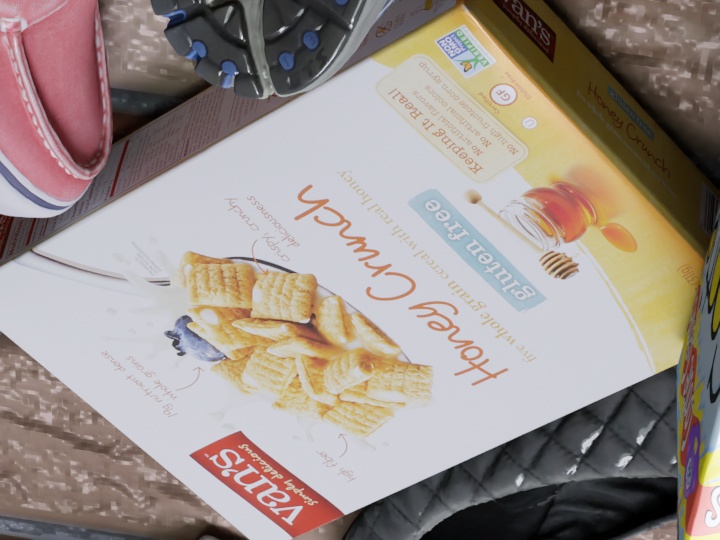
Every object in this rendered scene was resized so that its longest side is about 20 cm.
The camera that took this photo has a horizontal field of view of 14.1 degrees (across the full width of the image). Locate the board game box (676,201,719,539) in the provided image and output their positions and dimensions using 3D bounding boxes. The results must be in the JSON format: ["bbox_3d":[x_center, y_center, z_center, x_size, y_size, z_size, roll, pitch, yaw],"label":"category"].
[{"bbox_3d":[0.150,-0.020,0.742,0.104,0.103,0.201,10,122,0],"label":"board game box"}]

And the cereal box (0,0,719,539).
[{"bbox_3d":[0.000,0.000,0.864,0.200,0.040,0.144,-28,123,32],"label":"cereal box"}]

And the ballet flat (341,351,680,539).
[{"bbox_3d":[0.058,0.078,0.909,0.066,0.057,0.200,23,137,-36],"label":"ballet flat"}]

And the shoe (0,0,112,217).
[{"bbox_3d":[-0.083,-0.098,0.769,0.091,0.072,0.201,-1,128,21],"label":"shoe"}]

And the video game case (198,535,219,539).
[{"bbox_3d":[-0.033,0.204,0.945,0.143,0.200,0.017,31,148,-7],"label":"video game case"}]

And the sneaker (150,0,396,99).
[{"bbox_3d":[0.016,-0.139,0.717,0.077,0.085,0.200,36,112,11],"label":"sneaker"}]
